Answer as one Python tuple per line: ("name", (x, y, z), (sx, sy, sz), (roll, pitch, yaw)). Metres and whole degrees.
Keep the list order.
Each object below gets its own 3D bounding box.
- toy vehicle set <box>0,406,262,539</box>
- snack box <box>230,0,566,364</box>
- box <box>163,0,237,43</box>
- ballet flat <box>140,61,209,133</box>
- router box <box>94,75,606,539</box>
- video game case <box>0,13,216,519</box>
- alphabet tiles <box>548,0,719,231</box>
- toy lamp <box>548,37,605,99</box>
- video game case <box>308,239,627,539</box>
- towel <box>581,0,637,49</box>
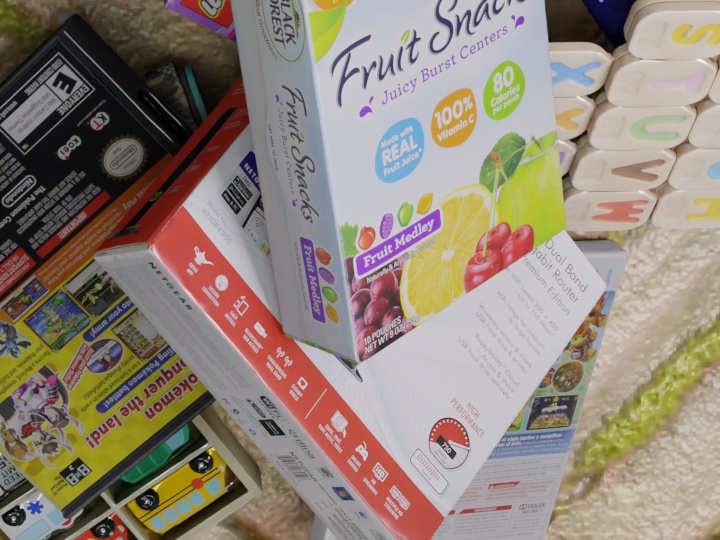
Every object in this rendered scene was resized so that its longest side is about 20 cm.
("toy vehicle set", (-0.166, 0.118, 1.425), (0.199, 0.027, 0.124), (-34, 113, 11))
("snack box", (0.018, -0.080, 1.179), (0.142, 0.053, 0.201), (-32, 128, -36))
("box", (0.012, -0.182, 1.289), (0.136, 0.039, 0.201), (26, 111, -17))
("ballet flat", (-0.075, -0.004, 1.351), (0.072, 0.072, 0.201), (-22, 109, 6))
("router box", (0.000, 0.000, 1.264), (0.200, 0.049, 0.180), (50, 59, -22))
("video game case", (-0.139, 0.003, 1.324), (0.181, 0.026, 0.200), (46, 119, -10))
("alphabet tiles", (0.156, -0.071, 1.297), (0.194, 0.015, 0.200), (-1, 152, -10))
("toy lamp", (0.144, -0.088, 1.338), (0.198, 0.058, 0.059), (-1, 116, -6))
("video game case", (0.051, 0.078, 1.399), (0.142, 0.018, 0.201), (-2, 119, -32))
("towel", (0.137, -0.194, 1.256), (0.148, 0.050, 0.200), (-43, 124, -4))
